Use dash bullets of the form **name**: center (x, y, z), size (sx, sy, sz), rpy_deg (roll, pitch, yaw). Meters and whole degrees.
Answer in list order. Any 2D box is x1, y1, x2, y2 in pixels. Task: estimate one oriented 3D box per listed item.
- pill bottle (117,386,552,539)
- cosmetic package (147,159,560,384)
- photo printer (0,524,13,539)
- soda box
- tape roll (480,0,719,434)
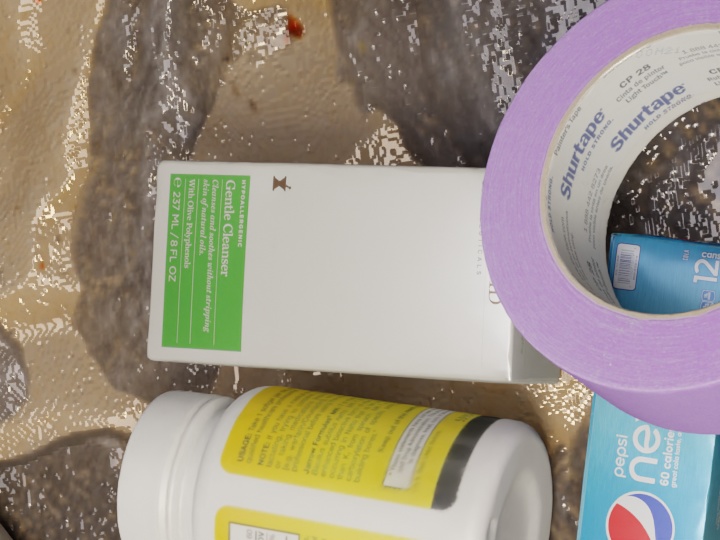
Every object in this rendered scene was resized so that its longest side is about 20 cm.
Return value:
- **pill bottle**: center (-0.014, 0.119, 1.024), size (0.199, 0.114, 0.115), rpy_deg (7, 92, 23)
- **cosmetic package**: center (0.000, 0.000, 1.035), size (0.199, 0.085, 0.108), rpy_deg (1, 88, 24)
- **photo printer**: center (-0.250, 0.213, 1.148), size (0.166, 0.069, 0.200), rpy_deg (-46, 73, 17)
- **soda box**: center (0.148, 0.085, 0.979), size (0.064, 0.068, 0.201), rpy_deg (8, 93, 25)
- **tape roll**: center (0.154, -0.032, 0.898), size (0.199, 0.066, 0.201), rpy_deg (-14, 63, 29)
